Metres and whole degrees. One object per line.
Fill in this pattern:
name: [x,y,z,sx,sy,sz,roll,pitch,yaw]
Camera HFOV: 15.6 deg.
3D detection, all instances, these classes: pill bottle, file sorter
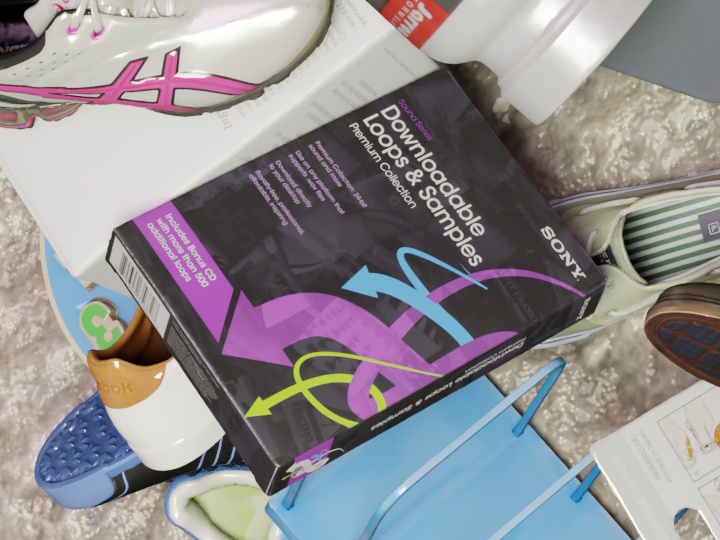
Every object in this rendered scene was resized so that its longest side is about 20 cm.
pill bottle: [0.038,-0.168,1.202,0.200,0.116,0.116,42,103,-3]
file sorter: [0.076,0.131,1.295,0.138,0.123,0.200,-37,77,-25]

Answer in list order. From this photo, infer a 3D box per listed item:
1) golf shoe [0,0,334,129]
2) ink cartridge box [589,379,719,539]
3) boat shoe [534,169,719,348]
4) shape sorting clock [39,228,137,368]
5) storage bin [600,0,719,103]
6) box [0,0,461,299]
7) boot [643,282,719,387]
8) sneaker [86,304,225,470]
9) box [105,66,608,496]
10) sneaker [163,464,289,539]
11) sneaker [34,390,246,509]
golf shoe: [-0.112,-0.111,1.212,0.198,0.092,0.073,-10,75,13]
ink cartridge box: [0.227,0.109,1.267,0.199,0.050,0.163,-29,81,-13]
boat shoe: [0.133,-0.013,1.333,0.199,0.062,0.073,-21,85,19]
shape sorting clock: [-0.085,-0.020,1.418,0.198,0.039,0.202,0,91,18]
storage bin: [0.135,-0.180,1.303,0.199,0.146,0.135,21,125,16]
box: [-0.069,-0.085,1.323,0.199,0.152,0.107,-37,74,6]
boot: [0.225,0.011,1.237,0.198,0.075,0.098,13,63,-17]
sneaker: [-0.052,0.001,1.290,0.073,0.085,0.200,15,56,49]
box: [0.000,0.000,1.253,0.199,0.036,0.143,-28,70,-26]
sneaker: [-0.014,0.149,1.379,0.199,0.077,0.076,16,95,17]
sneaker: [-0.068,0.077,1.354,0.199,0.070,0.078,-30,125,6]
